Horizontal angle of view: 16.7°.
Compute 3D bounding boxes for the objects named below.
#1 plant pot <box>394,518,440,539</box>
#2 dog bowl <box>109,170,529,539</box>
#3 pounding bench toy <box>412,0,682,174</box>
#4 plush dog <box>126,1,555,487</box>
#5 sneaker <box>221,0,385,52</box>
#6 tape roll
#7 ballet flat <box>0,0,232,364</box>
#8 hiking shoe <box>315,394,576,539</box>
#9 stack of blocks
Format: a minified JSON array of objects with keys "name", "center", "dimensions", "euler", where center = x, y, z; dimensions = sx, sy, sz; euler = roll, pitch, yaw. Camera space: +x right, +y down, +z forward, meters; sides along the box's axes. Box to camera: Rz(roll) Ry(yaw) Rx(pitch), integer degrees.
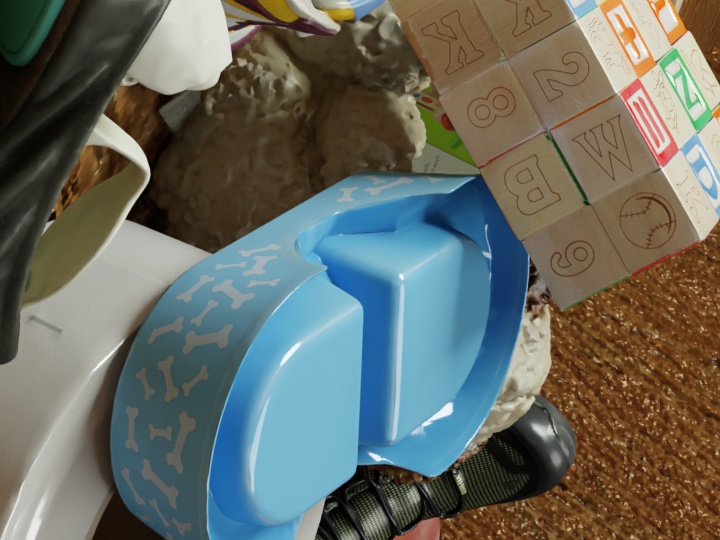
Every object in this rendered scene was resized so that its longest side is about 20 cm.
[{"name":"plant pot","center":[-0.055,0.185,1.342],"dimensions":[0.196,0.200,0.201],"euler":[-61,177,-48]},{"name":"dog bowl","center":[-0.012,0.030,0.831],"dimensions":[0.200,0.049,0.112],"euler":[-33,133,-51]},{"name":"pounding bench toy","center":[0.047,-0.057,1.144],"dimensions":[0.156,0.124,0.201],"euler":[-43,156,-61]},{"name":"plush dog","center":[0.000,0.000,0.973],"dimensions":[0.161,0.171,0.200],"euler":[-49,169,-45]},{"name":"sneaker","center":[-0.029,-0.095,0.738],"dimensions":[0.075,0.090,0.200],"euler":[-57,171,-9]},{"name":"tape roll","center":[-0.092,0.084,0.853],"dimensions":[0.202,0.071,0.203],"euler":[-37,138,-43]},{"name":"ballet flat","center":[-0.080,-0.053,0.657],"dimensions":[0.200,0.068,0.068],"euler":[-57,-143,27]},{"name":"hiking shoe","center":[-0.002,0.105,1.071],"dimensions":[0.101,0.199,0.076],"euler":[-77,149,-44]},{"name":"stack of blocks","center":[0.061,-0.099,0.872],"dimensions":[0.058,0.201,0.115],"euler":[-27,-175,25]}]
